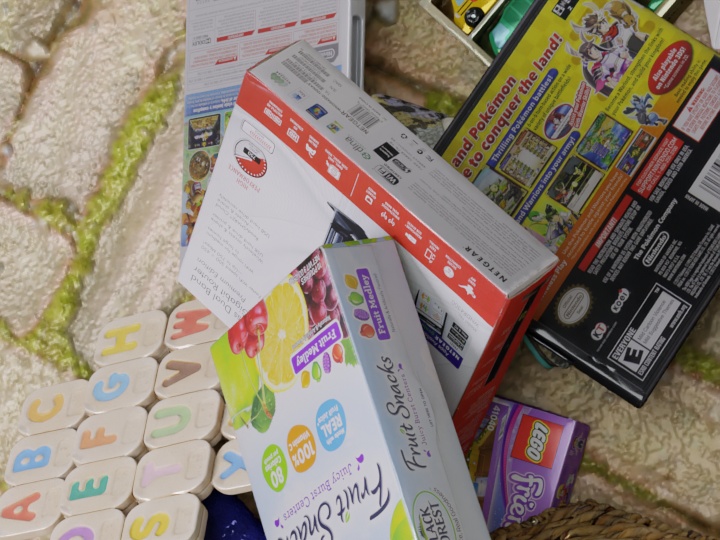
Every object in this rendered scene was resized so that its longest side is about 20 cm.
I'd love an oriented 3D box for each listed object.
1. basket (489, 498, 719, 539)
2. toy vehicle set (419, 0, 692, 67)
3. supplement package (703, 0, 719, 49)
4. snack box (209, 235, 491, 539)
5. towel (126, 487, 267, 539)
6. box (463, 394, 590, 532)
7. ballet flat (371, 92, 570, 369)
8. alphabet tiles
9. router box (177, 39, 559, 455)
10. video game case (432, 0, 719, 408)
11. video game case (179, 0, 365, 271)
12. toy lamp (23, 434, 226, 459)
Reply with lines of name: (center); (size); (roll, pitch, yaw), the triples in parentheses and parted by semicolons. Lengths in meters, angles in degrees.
basket: (0.134, 0.241, 1.472); (0.148, 0.142, 0.201); (15, 108, 41)
toy vehicle set: (0.145, -0.194, 1.644); (0.124, 0.026, 0.200); (42, 96, 19)
supplement package: (0.245, -0.228, 1.511); (0.116, 0.117, 0.201); (1, 47, -4)
snack box: (-0.006, 0.102, 1.488); (0.142, 0.053, 0.201); (-41, 61, 52)
towel: (-0.079, 0.216, 1.609); (0.200, 0.049, 0.148); (45, 114, 30)
box: (0.041, 0.166, 1.616); (0.136, 0.039, 0.201); (16, 87, 20)
ballet flat: (0.083, -0.038, 1.618); (0.072, 0.072, 0.201); (-37, 79, 9)
alphabet tiles: (-0.125, 0.095, 1.625); (0.194, 0.015, 0.201); (-13, 42, 21)
router box: (0.000, 0.000, 1.548); (0.200, 0.049, 0.180); (41, 138, 18)
video game case: (0.139, -0.052, 1.579); (0.180, 0.026, 0.201); (33, 78, 8)
video game case: (-0.054, -0.097, 1.669); (0.143, 0.018, 0.202); (-7, 78, 42)
toy lamp: (-0.104, 0.097, 1.666); (0.199, 0.058, 0.059); (-14, 78, 17)
